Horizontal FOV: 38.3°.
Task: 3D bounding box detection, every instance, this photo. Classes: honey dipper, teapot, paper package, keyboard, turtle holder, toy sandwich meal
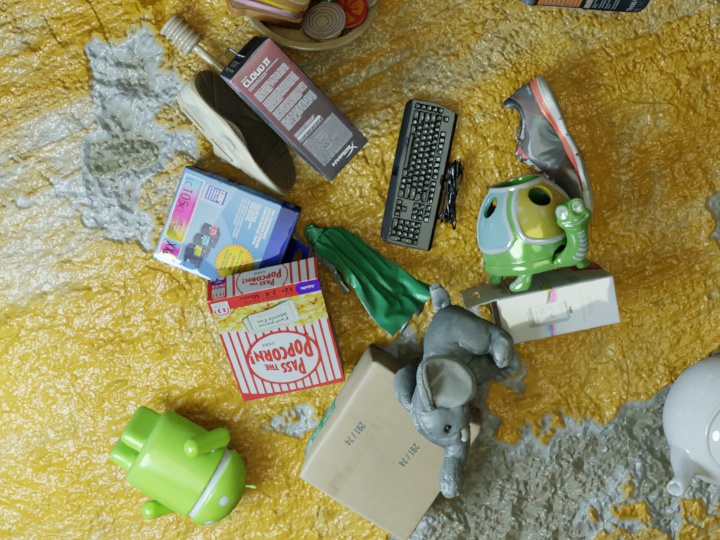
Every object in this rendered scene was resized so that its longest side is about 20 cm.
[{"bbox_3d":[-0.186,-0.267,1.412,0.200,0.038,0.038,43,97,-9],"label":"honey dipper"},{"bbox_3d":[0.524,0.214,1.428,0.195,0.146,0.203,11,98,-2],"label":"teapot"},{"bbox_3d":[0.040,0.238,1.454,0.189,0.104,0.201,32,98,-3],"label":"paper package"},{"bbox_3d":[0.094,-0.128,1.429,0.103,0.040,0.203,10,100,-1],"label":"keyboard"},{"bbox_3d":[0.223,-0.052,1.366,0.139,0.186,0.133,-15,100,4],"label":"turtle holder"},{"bbox_3d":[-0.072,-0.373,1.336,0.202,0.070,0.208,2,64,-5],"label":"toy sandwich meal"}]

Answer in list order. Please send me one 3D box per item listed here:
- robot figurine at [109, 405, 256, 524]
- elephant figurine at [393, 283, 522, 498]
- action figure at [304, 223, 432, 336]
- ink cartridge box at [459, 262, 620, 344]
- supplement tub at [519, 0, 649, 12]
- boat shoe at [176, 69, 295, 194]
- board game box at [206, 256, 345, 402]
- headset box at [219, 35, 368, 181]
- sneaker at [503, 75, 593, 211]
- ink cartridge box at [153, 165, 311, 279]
[{"bbox_3d":[-0.246,0.275,1.452,0.199,0.116,0.176,33,120,-6],"label":"robot figurine"},{"bbox_3d":[0.109,0.154,1.337,0.154,0.142,0.200,26,61,32],"label":"elephant figurine"},{"bbox_3d":[0.000,0.000,1.428,0.200,0.118,0.055,40,137,12],"label":"action figure"},{"bbox_3d":[0.241,0.048,1.417,0.197,0.117,0.068,-11,99,3],"label":"ink cartridge box"},{"bbox_3d":[0.278,-0.403,1.345,0.197,0.123,0.124,4,99,-1],"label":"supplement tub"},{"bbox_3d":[-0.168,-0.179,1.412,0.200,0.072,0.065,47,137,-18],"label":"boat shoe"},{"bbox_3d":[-0.111,0.083,1.409,0.149,0.047,0.202,-12,131,2],"label":"board game box"},{"bbox_3d":[-0.095,-0.219,1.338,0.200,0.149,0.077,43,91,-19],"label":"headset box"},{"bbox_3d":[0.255,-0.159,1.416,0.081,0.077,0.202,-23,90,17],"label":"sneaker"},{"bbox_3d":[-0.166,-0.047,1.425,0.198,0.076,0.138,21,98,-5],"label":"ink cartridge box"}]
